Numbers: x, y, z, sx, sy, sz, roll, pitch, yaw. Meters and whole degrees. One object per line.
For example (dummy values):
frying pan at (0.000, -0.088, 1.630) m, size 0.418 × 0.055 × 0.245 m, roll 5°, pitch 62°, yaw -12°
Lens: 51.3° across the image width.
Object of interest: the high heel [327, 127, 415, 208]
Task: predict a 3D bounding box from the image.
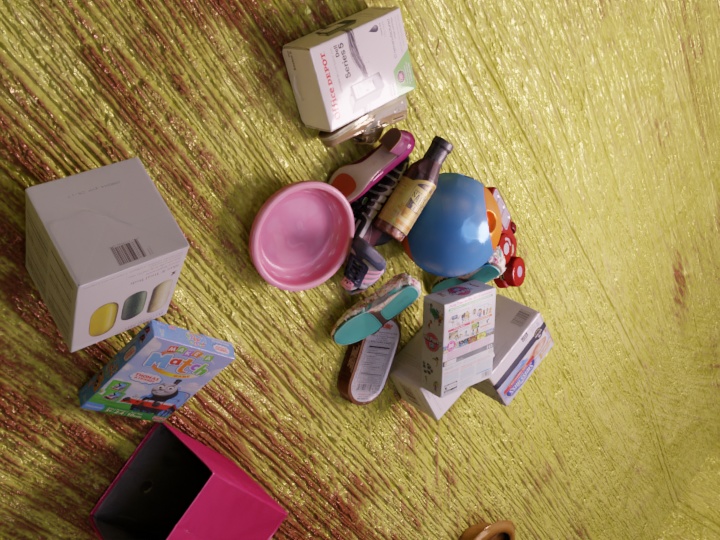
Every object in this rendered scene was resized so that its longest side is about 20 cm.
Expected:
high heel at (0.020, -0.176, 1.363) m, size 0.200 × 0.068 × 0.096 m, roll -39°, pitch 165°, yaw 17°

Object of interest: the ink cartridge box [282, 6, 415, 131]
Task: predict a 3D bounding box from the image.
ink cartridge box at (-0.016, -0.343, 1.270) m, size 0.200 × 0.084 × 0.146 m, roll -33°, pitch 125°, yaw -27°

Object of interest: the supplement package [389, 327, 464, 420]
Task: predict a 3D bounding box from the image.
supplement package at (0.173, 0.197, 1.619) m, size 0.200 × 0.117 × 0.117 m, roll -45°, pitch 129°, yaw -19°

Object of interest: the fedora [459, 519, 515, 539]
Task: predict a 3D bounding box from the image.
fedora at (0.317, 0.726, 1.972) m, size 0.200 × 0.082 × 0.201 m, roll -15°, pitch 118°, yaw -30°

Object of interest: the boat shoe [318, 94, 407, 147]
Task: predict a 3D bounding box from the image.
boat shoe at (0.014, -0.260, 1.335) m, size 0.200 × 0.074 × 0.067 m, roll -34°, pitch 120°, yaw -26°

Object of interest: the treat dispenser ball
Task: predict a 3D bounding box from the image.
treat dispenser ball at (0.173, -0.088, 1.451) m, size 0.200 × 0.201 × 0.202 m, roll -16°, pitch 116°, yaw -36°

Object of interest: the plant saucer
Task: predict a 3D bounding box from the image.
plant saucer at (-0.107, -0.064, 1.310) m, size 0.200 × 0.051 × 0.201 m, roll -15°, pitch 120°, yaw -28°

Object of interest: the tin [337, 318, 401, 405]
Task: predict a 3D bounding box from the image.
tin at (0.021, 0.181, 1.538) m, size 0.112 × 0.042 × 0.201 m, roll 11°, pitch 99°, yaw -47°

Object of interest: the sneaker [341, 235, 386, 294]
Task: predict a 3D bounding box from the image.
sneaker at (0.000, 0.000, 1.375) m, size 0.082 × 0.070 × 0.200 m, roll -45°, pitch 165°, yaw -8°

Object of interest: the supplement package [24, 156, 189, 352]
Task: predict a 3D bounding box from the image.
supplement package at (-0.344, -0.018, 1.004) m, size 0.151 × 0.151 × 0.200 m, roll -24°, pitch 163°, yaw -33°

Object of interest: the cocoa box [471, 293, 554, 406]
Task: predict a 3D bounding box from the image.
cocoa box at (0.327, 0.183, 1.734) m, size 0.200 × 0.133 × 0.131 m, roll -49°, pitch 132°, yaw -15°

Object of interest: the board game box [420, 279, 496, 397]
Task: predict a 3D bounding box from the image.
board game box at (0.195, 0.134, 1.496) m, size 0.147 × 0.064 × 0.201 m, roll -15°, pitch 115°, yaw -36°

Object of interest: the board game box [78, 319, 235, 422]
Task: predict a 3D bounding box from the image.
board game box at (-0.317, 0.162, 1.168) m, size 0.200 × 0.037 × 0.151 m, roll -41°, pitch 138°, yaw 24°

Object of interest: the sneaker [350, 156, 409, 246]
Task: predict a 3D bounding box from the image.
sneaker at (0.043, -0.126, 1.425) m, size 0.200 × 0.076 × 0.115 m, roll -57°, pitch 143°, yaw -1°

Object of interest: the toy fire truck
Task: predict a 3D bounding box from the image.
toy fire truck at (0.300, -0.063, 1.646) m, size 0.200 × 0.112 × 0.168 m, roll 50°, pitch 54°, yaw -41°

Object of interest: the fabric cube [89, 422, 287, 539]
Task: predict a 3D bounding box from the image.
fabric cube at (-0.287, 0.408, 1.252) m, size 0.200 × 0.196 × 0.199 m, roll -54°, pitch 134°, yaw -12°

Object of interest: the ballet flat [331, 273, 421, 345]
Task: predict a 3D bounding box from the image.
ballet flat at (0.029, 0.074, 1.456) m, size 0.200 × 0.064 × 0.076 m, roll -32°, pitch 123°, yaw 7°

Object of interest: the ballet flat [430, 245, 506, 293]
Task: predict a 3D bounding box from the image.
ballet flat at (0.228, 0.004, 1.564) m, size 0.076 × 0.200 × 0.064 m, roll 37°, pitch 52°, yaw -24°

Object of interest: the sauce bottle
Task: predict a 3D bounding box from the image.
sauce bottle at (0.099, -0.149, 1.356) m, size 0.066 × 0.066 × 0.200 m, roll 29°, pitch 92°, yaw -43°
